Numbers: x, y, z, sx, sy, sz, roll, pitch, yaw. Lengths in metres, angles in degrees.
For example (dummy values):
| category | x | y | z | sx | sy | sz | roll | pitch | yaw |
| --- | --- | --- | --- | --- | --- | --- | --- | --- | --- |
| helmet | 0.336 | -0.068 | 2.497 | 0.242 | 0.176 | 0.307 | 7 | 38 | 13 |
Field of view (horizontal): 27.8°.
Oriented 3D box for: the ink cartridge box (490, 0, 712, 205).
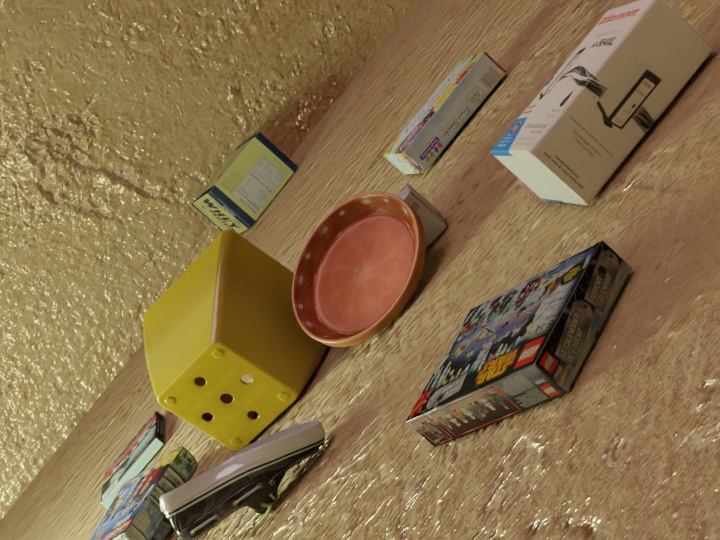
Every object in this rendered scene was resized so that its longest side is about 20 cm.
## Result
| category | x | y | z | sx | sy | sz | roll | pitch | yaw |
| --- | --- | --- | --- | --- | --- | --- | --- | --- | --- |
| ink cartridge box | 0.239 | -0.169 | 1.456 | 0.200 | 0.084 | 0.146 | -51 | 11 | -4 |

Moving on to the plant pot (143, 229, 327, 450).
| category | x | y | z | sx | sy | sz | roll | pitch | yaw |
| --- | --- | --- | --- | --- | --- | --- | --- | --- | --- |
| plant pot | -0.164 | 0.108 | 1.891 | 0.200 | 0.199 | 0.177 | -43 | 23 | 29 |

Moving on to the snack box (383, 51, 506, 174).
| category | x | y | z | sx | sy | sz | roll | pitch | yaw |
| --- | --- | --- | --- | --- | --- | --- | --- | --- | --- |
| snack box | 0.128 | -0.240 | 2.238 | 0.200 | 0.053 | 0.142 | -51 | 9 | -5 |

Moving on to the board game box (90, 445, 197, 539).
| category | x | y | z | sx | sy | sz | roll | pitch | yaw |
| --- | --- | --- | --- | --- | --- | --- | --- | --- | --- |
| board game box | -0.307 | 0.353 | 1.939 | 0.200 | 0.062 | 0.200 | -36 | 18 | 51 |

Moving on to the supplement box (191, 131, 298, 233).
| category | x | y | z | sx | sy | sz | roll | pitch | yaw |
| --- | --- | --- | --- | --- | --- | --- | --- | --- | --- |
| supplement box | -0.288 | -0.209 | 3.596 | 0.200 | 0.134 | 0.200 | -53 | 11 | -18 |

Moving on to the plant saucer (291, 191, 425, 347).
| category | x | y | z | sx | sy | sz | roll | pitch | yaw |
| --- | --- | --- | --- | --- | --- | --- | --- | --- | --- |
| plant saucer | 0.000 | 0.000 | 1.775 | 0.199 | 0.032 | 0.202 | -23 | 53 | 33 |

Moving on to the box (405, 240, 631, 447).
| category | x | y | z | sx | sy | sz | roll | pitch | yaw |
| --- | --- | --- | --- | --- | --- | --- | --- | --- | --- |
| box | 0.129 | 0.064 | 1.218 | 0.200 | 0.040 | 0.137 | -33 | 20 | 55 |

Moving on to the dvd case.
| category | x | y | z | sx | sy | sz | roll | pitch | yaw |
| --- | --- | --- | --- | --- | --- | --- | --- | --- | --- |
| dvd case | -0.389 | 0.322 | 2.489 | 0.146 | 0.022 | 0.200 | -50 | 9 | 0 |

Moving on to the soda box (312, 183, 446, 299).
| category | x | y | z | sx | sy | sz | roll | pitch | yaw |
| --- | --- | --- | --- | --- | --- | --- | --- | --- | --- |
| soda box | 0.019 | -0.012 | 1.852 | 0.200 | 0.068 | 0.064 | -48 | 11 | 10 |

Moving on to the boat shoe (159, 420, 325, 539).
| category | x | y | z | sx | sy | sz | roll | pitch | yaw |
| --- | --- | --- | --- | --- | --- | --- | --- | --- | --- |
| boat shoe | -0.120 | 0.232 | 1.584 | 0.199 | 0.071 | 0.072 | -28 | 0 | 5 |
